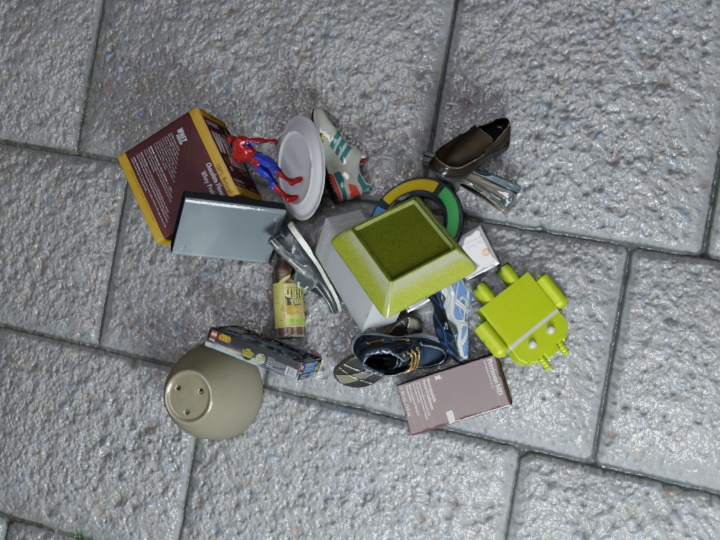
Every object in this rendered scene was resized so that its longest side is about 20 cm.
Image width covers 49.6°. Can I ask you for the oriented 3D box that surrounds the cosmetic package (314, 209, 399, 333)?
[{"bbox_3d":[0.000,0.000,1.454,0.084,0.108,0.201,-16,59,-30],"label":"cosmetic package"}]

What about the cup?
[{"bbox_3d":[-0.308,0.243,1.537,0.197,0.143,0.204,-1,87,13],"label":"cup"}]

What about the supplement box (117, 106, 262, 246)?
[{"bbox_3d":[-0.341,-0.182,1.572,0.198,0.133,0.199,-29,81,11],"label":"supplement box"}]

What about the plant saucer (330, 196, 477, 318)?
[{"bbox_3d":[0.075,-0.042,1.373,0.198,0.048,0.201,-26,57,-17],"label":"plant saucer"}]

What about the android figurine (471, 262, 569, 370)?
[{"bbox_3d":[0.299,0.088,1.426,0.181,0.041,0.201,-33,77,-14],"label":"android figurine"}]

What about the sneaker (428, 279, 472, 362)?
[{"bbox_3d":[0.175,0.073,1.422,0.076,0.075,0.203,-21,110,-23],"label":"sneaker"}]

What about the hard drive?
[{"bbox_3d":[-0.256,-0.082,1.508,0.033,0.197,0.141,-110,34,-43],"label":"hard drive"}]

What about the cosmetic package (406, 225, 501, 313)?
[{"bbox_3d":[0.161,-0.001,1.482,0.198,0.051,0.083,-29,82,11],"label":"cosmetic package"}]

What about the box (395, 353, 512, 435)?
[{"bbox_3d":[0.176,0.231,1.455,0.197,0.075,0.102,-20,82,10],"label":"box"}]

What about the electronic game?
[{"bbox_3d":[0.102,-0.084,1.476,0.197,0.042,0.203,-11,65,24],"label":"electronic game"}]

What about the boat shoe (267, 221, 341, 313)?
[{"bbox_3d":[-0.104,0.005,1.514,0.067,0.072,0.201,-34,104,-3],"label":"boat shoe"}]

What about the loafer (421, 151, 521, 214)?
[{"bbox_3d":[0.202,-0.167,1.473,0.197,0.072,0.064,22,98,12],"label":"loafer"}]

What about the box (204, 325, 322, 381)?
[{"bbox_3d":[-0.185,0.158,1.514,0.197,0.137,0.040,19,91,13],"label":"box"}]

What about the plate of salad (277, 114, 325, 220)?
[{"bbox_3d":[-0.110,-0.200,1.517,0.199,0.047,0.204,15,107,57],"label":"plate of salad"}]

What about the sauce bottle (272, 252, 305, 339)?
[{"bbox_3d":[-0.145,0.034,1.547,0.064,0.065,0.204,-6,84,13],"label":"sauce bottle"}]

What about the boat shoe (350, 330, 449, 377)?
[{"bbox_3d":[0.083,0.162,1.434,0.197,0.091,0.072,6,109,-16],"label":"boat shoe"}]

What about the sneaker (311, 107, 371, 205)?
[{"bbox_3d":[-0.037,-0.233,1.544,0.092,0.070,0.203,-15,77,-11],"label":"sneaker"}]

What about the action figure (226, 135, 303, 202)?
[{"bbox_3d":[-0.178,-0.216,1.532,0.199,0.098,0.066,37,128,22],"label":"action figure"}]

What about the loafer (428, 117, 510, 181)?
[{"bbox_3d":[0.202,-0.232,1.423,0.199,0.072,0.073,-34,63,-31],"label":"loafer"}]

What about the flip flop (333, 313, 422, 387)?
[{"bbox_3d":[0.033,0.151,1.500,0.200,0.058,0.081,-42,119,6],"label":"flip flop"}]
